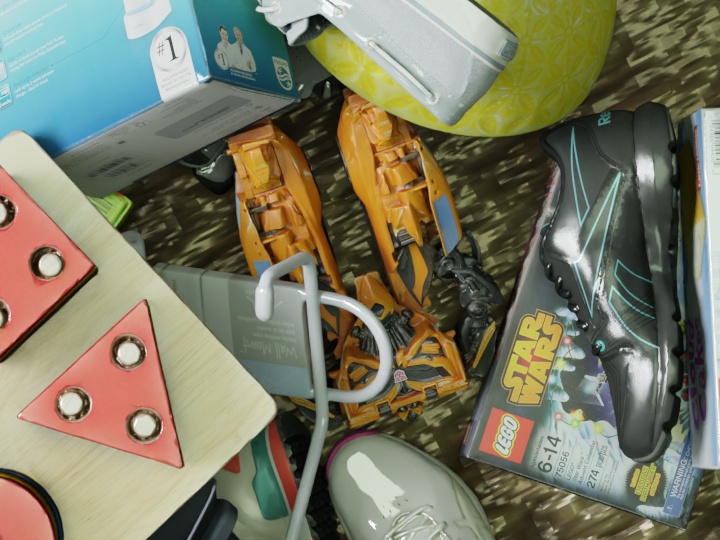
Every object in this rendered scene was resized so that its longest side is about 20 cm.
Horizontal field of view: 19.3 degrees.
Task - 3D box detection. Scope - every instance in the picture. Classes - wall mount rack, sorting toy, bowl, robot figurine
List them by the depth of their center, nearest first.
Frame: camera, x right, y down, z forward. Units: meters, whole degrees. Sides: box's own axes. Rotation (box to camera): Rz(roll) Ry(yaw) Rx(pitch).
[{"bbox_3d":[-0.177,0.066,1.050,0.200,0.070,0.199,-43,92,-5],"label":"sorting toy"},{"bbox_3d":[0.061,-0.183,1.143,0.199,0.108,0.201,11,52,-15],"label":"bowl"},{"bbox_3d":[-0.083,0.070,1.156,0.199,0.075,0.174,7,112,29],"label":"wall mount rack"},{"bbox_3d":[0.000,0.000,1.183,0.145,0.058,0.201,-20,109,-1],"label":"robot figurine"}]

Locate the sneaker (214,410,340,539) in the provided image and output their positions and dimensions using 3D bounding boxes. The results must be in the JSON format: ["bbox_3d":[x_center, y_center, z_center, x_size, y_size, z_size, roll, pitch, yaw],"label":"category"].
[{"bbox_3d":[-0.056,0.185,1.203,0.093,0.070,0.201,-12,92,13],"label":"sneaker"}]

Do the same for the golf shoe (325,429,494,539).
[{"bbox_3d":[0.055,0.173,1.191,0.075,0.092,0.200,-40,94,-2],"label":"golf shoe"}]

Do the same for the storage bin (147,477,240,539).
[{"bbox_3d":[-0.108,0.225,1.122,0.134,0.200,0.146,44,44,-15],"label":"storage bin"}]

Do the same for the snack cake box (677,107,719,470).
[{"bbox_3d":[0.243,0.010,1.180,0.115,0.067,0.201,-1,85,-4],"label":"snack cake box"}]

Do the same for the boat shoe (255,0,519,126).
[{"bbox_3d":[-0.018,-0.144,1.062,0.201,0.070,0.072,35,98,12],"label":"boat shoe"}]

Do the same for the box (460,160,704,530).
[{"bbox_3d":[0.153,0.035,1.229,0.136,0.040,0.201,18,88,-3],"label":"box"}]

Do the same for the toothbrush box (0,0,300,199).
[{"bbox_3d":[-0.134,-0.159,1.131,0.146,0.085,0.201,-24,73,29],"label":"toothbrush box"}]

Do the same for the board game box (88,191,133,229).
[{"bbox_3d":[-0.226,0.016,1.193,0.101,0.048,0.200,34,86,-3],"label":"board game box"}]

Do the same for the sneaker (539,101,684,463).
[{"bbox_3d":[0.142,0.008,1.182,0.079,0.075,0.201,-3,82,9],"label":"sneaker"}]

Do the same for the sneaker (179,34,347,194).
[{"bbox_3d":[-0.048,-0.097,1.205,0.199,0.075,0.116,10,93,6],"label":"sneaker"}]
